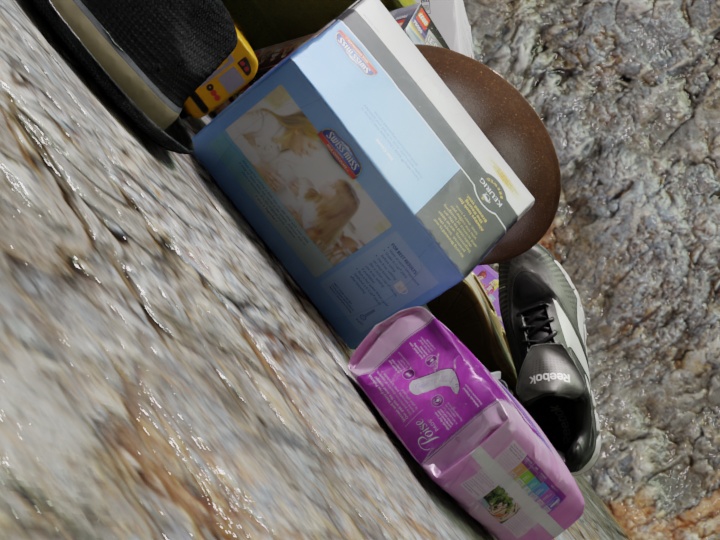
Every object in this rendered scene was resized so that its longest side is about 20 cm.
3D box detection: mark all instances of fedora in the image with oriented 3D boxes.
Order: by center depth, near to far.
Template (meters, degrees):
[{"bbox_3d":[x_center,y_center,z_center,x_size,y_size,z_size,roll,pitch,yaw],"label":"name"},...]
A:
[{"bbox_3d":[-0.144,-0.172,1.156,0.201,0.092,0.201,51,4,-5],"label":"fedora"}]

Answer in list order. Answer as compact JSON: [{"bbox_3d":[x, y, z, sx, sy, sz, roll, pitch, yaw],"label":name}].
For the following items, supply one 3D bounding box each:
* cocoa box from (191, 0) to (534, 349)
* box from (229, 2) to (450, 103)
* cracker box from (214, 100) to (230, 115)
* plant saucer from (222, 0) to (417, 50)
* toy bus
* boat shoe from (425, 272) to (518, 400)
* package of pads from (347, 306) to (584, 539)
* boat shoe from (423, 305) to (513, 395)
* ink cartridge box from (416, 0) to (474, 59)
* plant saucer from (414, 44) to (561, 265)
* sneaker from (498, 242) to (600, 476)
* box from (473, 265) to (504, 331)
[{"bbox_3d":[0.001,-0.072,1.334,0.200,0.133,0.131,51,41,-6],"label":"cocoa box"},{"bbox_3d":[-0.002,-0.132,1.478,0.137,0.199,0.040,54,45,-30],"label":"box"},{"bbox_3d":[-0.107,-0.163,1.799,0.134,0.058,0.200,52,3,3],"label":"cracker box"},{"bbox_3d":[-0.045,-0.228,1.480,0.200,0.048,0.200,-13,-55,45],"label":"plant saucer"},{"bbox_3d":[-0.133,-0.176,1.447,0.065,0.078,0.200,51,4,-17],"label":"toy bus"},{"bbox_3d":[0.100,0.077,1.546,0.066,0.074,0.201,-75,152,-60],"label":"boat shoe"},{"bbox_3d":[0.078,0.114,1.271,0.121,0.076,0.200,51,3,33],"label":"package of pads"},{"bbox_3d":[0.084,0.104,1.461,0.201,0.071,0.070,52,4,3],"label":"boat shoe"},{"bbox_3d":[0.058,-0.155,1.610,0.200,0.084,0.176,50,35,-79],"label":"ink cartridge box"},{"bbox_3d":[0.057,-0.079,1.416,0.201,0.200,0.037,51,45,-11],"label":"plant saucer"},{"bbox_3d":[0.153,0.073,1.475,0.090,0.066,0.201,-14,92,-81],"label":"sneaker"},{"bbox_3d":[0.089,0.019,1.662,0.200,0.039,0.137,42,-13,31],"label":"box"}]
